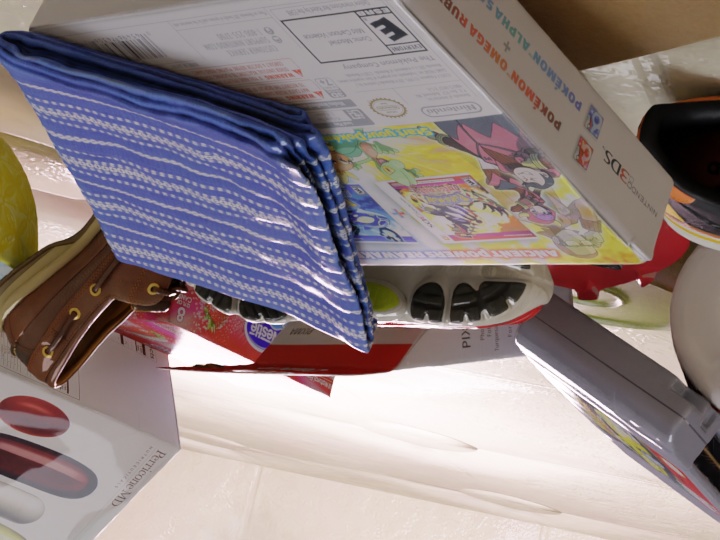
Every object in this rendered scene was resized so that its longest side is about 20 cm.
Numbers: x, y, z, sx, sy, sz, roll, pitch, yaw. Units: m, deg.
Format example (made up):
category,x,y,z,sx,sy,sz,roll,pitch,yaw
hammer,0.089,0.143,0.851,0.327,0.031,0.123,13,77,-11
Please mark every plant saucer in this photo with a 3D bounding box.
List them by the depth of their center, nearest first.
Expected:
category,x,y,z,sx,sy,sz,roll,pitch,yaw
plant saucer,0.137,0.001,1.114,0.198,0.031,0.200,14,169,3

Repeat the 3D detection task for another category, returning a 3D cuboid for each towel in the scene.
category,x,y,z,sx,sy,sz,roll,pitch,yaw
towel,-0.070,-0.028,0.787,0.144,0.024,0.200,18,158,17

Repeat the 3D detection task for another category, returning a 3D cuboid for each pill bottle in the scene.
category,x,y,z,sx,sy,sz,roll,pitch,yaw
pill bottle,0.235,0.048,1.013,0.113,0.115,0.200,10,167,17

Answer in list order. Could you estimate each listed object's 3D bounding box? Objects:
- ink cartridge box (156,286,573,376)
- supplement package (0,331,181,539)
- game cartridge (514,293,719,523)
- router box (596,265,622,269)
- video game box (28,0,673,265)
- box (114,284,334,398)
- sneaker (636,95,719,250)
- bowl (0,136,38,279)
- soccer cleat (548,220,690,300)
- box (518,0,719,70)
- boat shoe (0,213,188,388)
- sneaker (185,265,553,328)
category,x,y,z,sx,sy,sz,roll,pitch,yaw
ink cartridge box,0.001,0.033,1.080,0.199,0.048,0.160,-2,180,-34
supplement package,-0.264,0.097,1.273,0.199,0.148,0.191,27,119,-32
game cartridge,0.163,0.085,1.016,0.133,0.041,0.200,41,179,39
router box,0.037,-0.062,0.881,0.156,0.053,0.200,10,168,22
video game box,-0.004,-0.065,0.726,0.199,0.047,0.182,1,147,43
box,-0.096,0.014,1.274,0.095,0.100,0.200,6,165,35
sneaker,0.209,-0.033,0.771,0.199,0.071,0.090,10,171,26
bowl,-0.276,-0.067,1.085,0.199,0.109,0.200,14,168,3
soccer cleat,0.079,-0.026,1.007,0.198,0.077,0.067,-7,142,12
box,0.049,-0.126,0.645,0.199,0.021,0.163,20,166,-28
boat shoe,-0.122,-0.008,1.038,0.200,0.068,0.072,-37,166,15
sneaker,0.000,0.000,0.910,0.199,0.078,0.085,11,174,22
